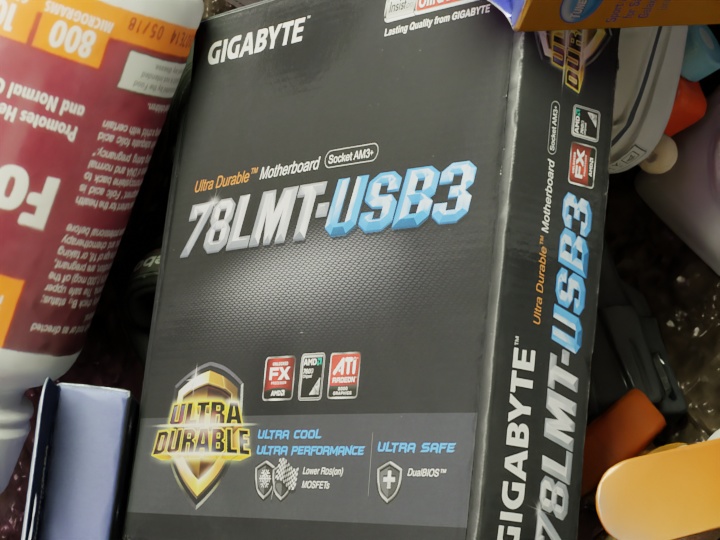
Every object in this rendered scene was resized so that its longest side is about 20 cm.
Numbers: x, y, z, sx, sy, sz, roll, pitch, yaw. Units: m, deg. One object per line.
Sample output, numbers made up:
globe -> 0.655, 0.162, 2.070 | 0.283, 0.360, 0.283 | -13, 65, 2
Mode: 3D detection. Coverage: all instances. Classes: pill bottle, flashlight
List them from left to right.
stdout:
pill bottle -> -0.142, -0.027, 0.816 | 0.114, 0.114, 0.200 | 25, 98, 35
flashlight -> 0.053, -0.029, 0.840 | 0.068, 0.068, 0.200 | -28, 65, 26

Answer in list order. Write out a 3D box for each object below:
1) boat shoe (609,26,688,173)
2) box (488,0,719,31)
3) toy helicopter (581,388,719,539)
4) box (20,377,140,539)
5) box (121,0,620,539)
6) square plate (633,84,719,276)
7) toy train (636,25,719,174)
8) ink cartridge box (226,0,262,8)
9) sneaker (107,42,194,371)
boat shoe -> 0.087, -0.136, 0.773 | 0.074, 0.067, 0.200 | -4, 73, 38
box -> 0.110, -0.134, 0.681 | 0.041, 0.200, 0.119 | 117, 146, -59
toy helicopter -> 0.141, 0.043, 0.705 | 0.200, 0.132, 0.079 | -40, 83, 11
box -> -0.104, 0.109, 0.848 | 0.032, 0.200, 0.121 | 7, 82, 0
box -> 0.000, 0.000, 0.750 | 0.200, 0.050, 0.199 | -5, 77, 53
square plate -> 0.213, -0.042, 0.760 | 0.200, 0.028, 0.198 | -49, 57, 15
toy train -> 0.143, -0.126, 0.805 | 0.200, 0.056, 0.150 | -35, 57, 25
ink cartridge box -> 0.001, -0.180, 0.822 | 0.145, 0.084, 0.200 | -63, 17, -11
sneaker -> -0.054, -0.015, 0.891 | 0.071, 0.098, 0.201 | -16, 70, 32
